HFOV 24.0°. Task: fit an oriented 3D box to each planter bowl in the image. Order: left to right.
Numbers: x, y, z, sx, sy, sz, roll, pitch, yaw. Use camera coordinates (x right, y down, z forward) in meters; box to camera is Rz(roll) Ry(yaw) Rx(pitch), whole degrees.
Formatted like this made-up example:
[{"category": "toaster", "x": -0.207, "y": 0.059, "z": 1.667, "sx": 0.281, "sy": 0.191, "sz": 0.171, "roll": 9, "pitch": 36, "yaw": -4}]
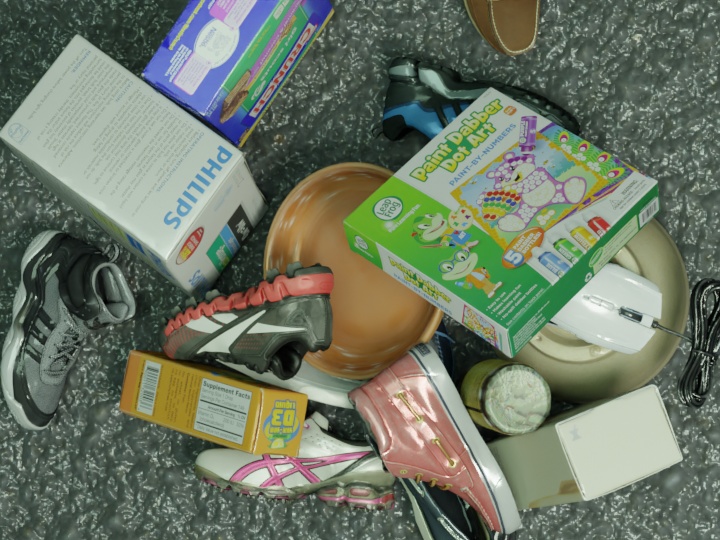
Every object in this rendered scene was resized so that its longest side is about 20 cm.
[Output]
[{"category": "planter bowl", "x": 0.201, "y": 0.023, "z": 1.552, "sx": 0.198, "sy": 0.135, "sz": 0.202, "roll": 0, "pitch": 88, "yaw": 11}]

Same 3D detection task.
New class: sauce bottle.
[{"category": "sauce bottle", "x": 0.122, "y": 0.111, "z": 1.537, "sx": 0.064, "sy": 0.200, "sz": 0.065, "roll": 0, "pitch": 90, "yaw": -8}]

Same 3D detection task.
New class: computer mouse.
[{"category": "computer mouse", "x": 0.219, "y": 0.035, "z": 1.457, "sx": 0.199, "sy": 0.044, "sz": 0.111, "roll": 20, "pitch": 93, "yaw": 11}]

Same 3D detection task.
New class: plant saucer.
[{"category": "plant saucer", "x": 0.000, "y": 0.000, "z": 1.583, "sx": 0.199, "sy": 0.037, "sz": 0.202, "roll": 1, "pitch": 91, "yaw": 31}]

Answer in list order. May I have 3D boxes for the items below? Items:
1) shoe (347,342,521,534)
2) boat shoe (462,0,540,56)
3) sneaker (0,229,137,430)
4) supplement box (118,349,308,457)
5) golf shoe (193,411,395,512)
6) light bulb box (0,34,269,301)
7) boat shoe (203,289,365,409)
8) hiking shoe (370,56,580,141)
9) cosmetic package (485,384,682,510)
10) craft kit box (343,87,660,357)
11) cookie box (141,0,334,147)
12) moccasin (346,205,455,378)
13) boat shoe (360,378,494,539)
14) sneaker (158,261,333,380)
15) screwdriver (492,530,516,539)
[{"category": "shoe", "x": 0.066, "y": 0.170, "z": 1.536, "sx": 0.091, "sy": 0.071, "sz": 0.201, "roll": -30, "pitch": 107, "yaw": -7}, {"category": "boat shoe", "x": 0.133, "y": -0.287, "z": 1.558, "sx": 0.075, "sy": 0.074, "sz": 0.201, "roll": -23, "pitch": 125, "yaw": -12}, {"category": "sneaker", "x": -0.288, "y": 0.063, "z": 1.677, "sx": 0.113, "sy": 0.075, "sz": 0.202, "roll": 6, "pitch": 87, "yaw": 33}, {"category": "supplement box", "x": -0.142, "y": 0.127, "z": 1.619, "sx": 0.199, "sy": 0.066, "sz": 0.069, "roll": 15, "pitch": 93, "yaw": 42}, {"category": "golf shoe", "x": -0.062, "y": 0.182, "z": 1.646, "sx": 0.198, "sy": 0.073, "sz": 0.093, "roll": 4, "pitch": 84, "yaw": 2}, {"category": "light bulb box", "x": -0.208, "y": -0.091, "z": 1.605, "sx": 0.199, "sy": 0.198, "sz": 0.125, "roll": 35, "pitch": 82, "yaw": 10}, {"category": "boat shoe", "x": -0.072, "y": 0.076, "z": 1.652, "sx": 0.199, "sy": 0.072, "sz": 0.069, "roll": 23, "pitch": 96, "yaw": 22}, {"category": "hiking shoe", "x": 0.113, "y": -0.140, "z": 1.616, "sx": 0.199, "sy": 0.074, "sz": 0.087, "roll": 19, "pitch": 99, "yaw": 22}, {"category": "cosmetic package", "x": 0.195, "y": 0.161, "z": 1.510, "sx": 0.104, "sy": 0.200, "sz": 0.072, "roll": -20, "pitch": 85, "yaw": -15}, {"category": "craft kit box", "x": 0.122, "y": -0.048, "z": 1.470, "sx": 0.197, "sy": 0.049, "sz": 0.200, "roll": 32, "pitch": 65, "yaw": 35}, {"category": "cookie box", "x": -0.110, "y": -0.215, "z": 1.585, "sx": 0.075, "sy": 0.200, "sz": 0.172, "roll": 34, "pitch": 90, "yaw": 7}, {"category": "moccasin", "x": 0.024, "y": 0.028, "z": 1.627, "sx": 0.080, "sy": 0.068, "sz": 0.201, "roll": -29, "pitch": 83, "yaw": 10}, {"category": "boat shoe", "x": 0.064, "y": 0.183, "z": 1.603, "sx": 0.062, "sy": 0.075, "sz": 0.201, "roll": -29, "pitch": 83, "yaw": 51}, {"category": "sneaker", "x": -0.106, "y": 0.062, "z": 1.585, "sx": 0.199, "sy": 0.071, "sz": 0.099, "roll": -18, "pitch": 80, "yaw": 28}, {"category": "screwdriver", "x": 0.147, "y": 0.204, "z": 1.627, "sx": 0.028, "sy": 0.029, "sz": 0.202, "roll": 11, "pitch": 83, "yaw": 13}]
